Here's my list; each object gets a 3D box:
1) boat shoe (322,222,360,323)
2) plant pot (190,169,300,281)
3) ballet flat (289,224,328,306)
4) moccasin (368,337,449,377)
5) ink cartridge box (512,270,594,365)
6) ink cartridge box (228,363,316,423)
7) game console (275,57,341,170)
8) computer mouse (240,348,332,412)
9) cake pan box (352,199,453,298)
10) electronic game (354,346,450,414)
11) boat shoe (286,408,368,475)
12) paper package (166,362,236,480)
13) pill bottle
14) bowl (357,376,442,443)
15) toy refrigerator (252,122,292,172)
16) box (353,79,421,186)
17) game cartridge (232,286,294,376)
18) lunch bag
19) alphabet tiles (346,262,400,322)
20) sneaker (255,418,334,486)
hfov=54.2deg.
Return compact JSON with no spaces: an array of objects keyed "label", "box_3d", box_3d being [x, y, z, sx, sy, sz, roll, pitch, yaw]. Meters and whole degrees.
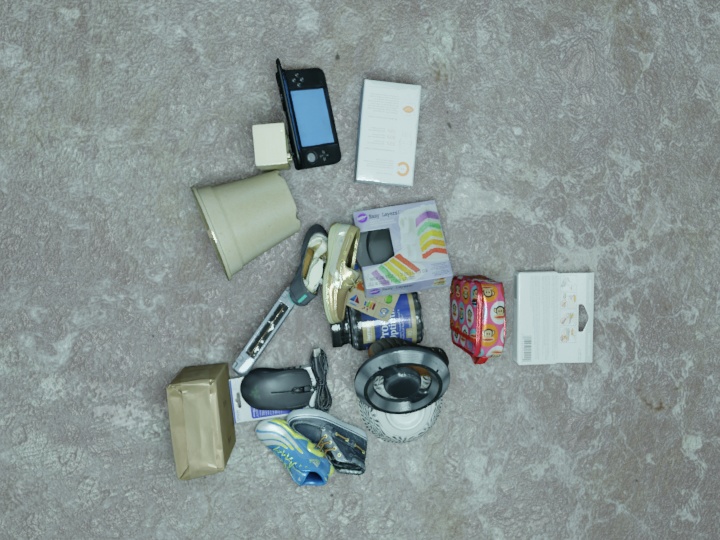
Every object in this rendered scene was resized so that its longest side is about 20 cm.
[{"label":"boat shoe","box_3d":[-0.035,0.006,1.421,0.064,0.074,0.207,2,88,19]},{"label":"plant pot","box_3d":[-0.226,-0.110,1.442,0.179,0.200,0.205,-24,96,-12]},{"label":"ballet flat","box_3d":[-0.091,-0.020,1.445,0.071,0.074,0.204,20,56,-6]},{"label":"moccasin","box_3d":[0.094,0.188,1.475,0.197,0.075,0.078,9,136,-41]},{"label":"ink cartridge box","box_3d":[0.428,0.104,1.567,0.170,0.045,0.207,-1,95,-3]},{"label":"ink cartridge box","box_3d":[-0.185,0.268,1.539,0.193,0.039,0.103,-7,95,-5]},{"label":"game console","box_3d":[-0.102,-0.317,1.424,0.172,0.115,0.207,-15,95,-35]},{"label":"computer mouse","box_3d":[-0.160,0.246,1.494,0.193,0.053,0.143,-6,95,-4]},{"label":"cake pan box","box_3d":[0.082,-0.046,1.485,0.193,0.053,0.189,-7,62,-4]},{"label":"electronic game","box_3d":[0.084,0.223,1.412,0.193,0.042,0.204,-2,134,-2]},{"label":"boat shoe","box_3d":[-0.069,0.367,1.502,0.196,0.092,0.071,23,130,-20]},{"label":"paper package","box_3d":[-0.324,0.302,1.450,0.100,0.200,0.197,-5,94,-4]},{"label":"pill bottle","box_3d":[0.031,0.110,1.505,0.193,0.112,0.116,-7,95,-4]},{"label":"bowl","box_3d":[0.093,0.290,1.533,0.194,0.094,0.208,0,94,-5]},{"label":"toy refrigerator","box_3d":[-0.174,-0.245,1.418,0.068,0.200,0.079,-5,94,-4]},{"label":"box","box_3d":[0.055,-0.284,1.483,0.120,0.097,0.207,5,94,-5]},{"label":"game cartridge","box_3d":[-0.197,0.130,1.471,0.041,0.133,0.202,33,76,2]},{"label":"lunch bag","box_3d":[0.244,0.105,1.478,0.079,0.200,0.182,-1,94,-8]},{"label":"alphabet tiles","box_3d":[0.000,0.000,1.492,0.195,0.008,0.170,22,66,10]},{"label":"sneaker","box_3d":[-0.142,0.395,1.513,0.196,0.106,0.077,26,111,-6]}]
